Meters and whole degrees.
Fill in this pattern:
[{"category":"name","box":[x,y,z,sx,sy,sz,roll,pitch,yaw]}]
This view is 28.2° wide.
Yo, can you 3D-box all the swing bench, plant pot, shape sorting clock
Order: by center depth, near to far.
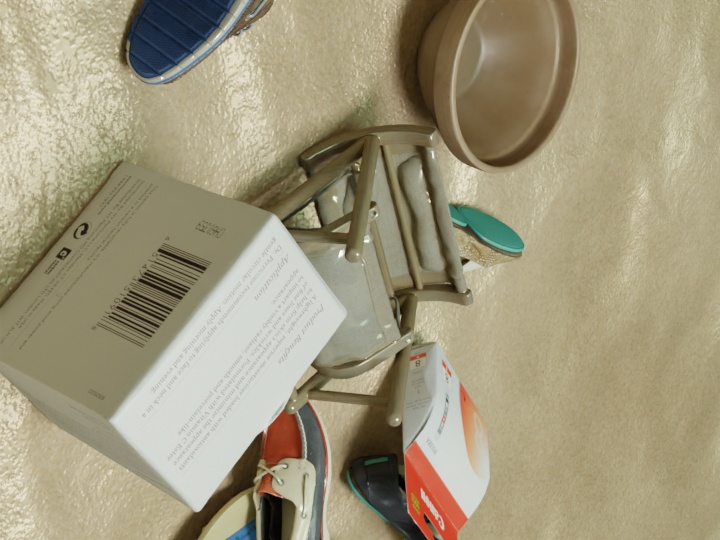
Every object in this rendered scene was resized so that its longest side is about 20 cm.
[{"category":"swing bench","box":[0.000,0.000,1.315,0.200,0.129,0.200,-56,141,-45]},{"category":"shape sorting clock","box":[-0.115,0.304,1.385,0.200,0.039,0.201,-34,133,-45]},{"category":"plant pot","box":[0.121,-0.203,1.396,0.200,0.092,0.202,-21,121,-40]}]

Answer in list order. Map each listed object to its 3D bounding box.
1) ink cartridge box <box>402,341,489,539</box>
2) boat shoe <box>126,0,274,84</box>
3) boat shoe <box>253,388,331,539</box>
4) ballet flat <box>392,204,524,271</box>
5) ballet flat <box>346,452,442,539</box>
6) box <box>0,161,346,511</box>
[{"category":"ink cartridge box","box":[0.092,0.198,1.479,0.201,0.050,0.163,-94,160,-43]},{"category":"boat shoe","box":[-0.105,-0.222,1.151,0.200,0.072,0.072,-48,162,-1]},{"category":"boat shoe","box":[-0.070,0.211,1.342,0.062,0.071,0.202,2,83,-47]},{"category":"ballet flat","box":[0.092,-0.034,1.470,0.199,0.071,0.065,20,118,-47]},{"category":"ballet flat","box":[0.058,0.254,1.525,0.073,0.073,0.200,-54,135,-17]},{"category":"box","box":[-0.156,0.045,1.113,0.199,0.199,0.131,-52,135,-19]}]
